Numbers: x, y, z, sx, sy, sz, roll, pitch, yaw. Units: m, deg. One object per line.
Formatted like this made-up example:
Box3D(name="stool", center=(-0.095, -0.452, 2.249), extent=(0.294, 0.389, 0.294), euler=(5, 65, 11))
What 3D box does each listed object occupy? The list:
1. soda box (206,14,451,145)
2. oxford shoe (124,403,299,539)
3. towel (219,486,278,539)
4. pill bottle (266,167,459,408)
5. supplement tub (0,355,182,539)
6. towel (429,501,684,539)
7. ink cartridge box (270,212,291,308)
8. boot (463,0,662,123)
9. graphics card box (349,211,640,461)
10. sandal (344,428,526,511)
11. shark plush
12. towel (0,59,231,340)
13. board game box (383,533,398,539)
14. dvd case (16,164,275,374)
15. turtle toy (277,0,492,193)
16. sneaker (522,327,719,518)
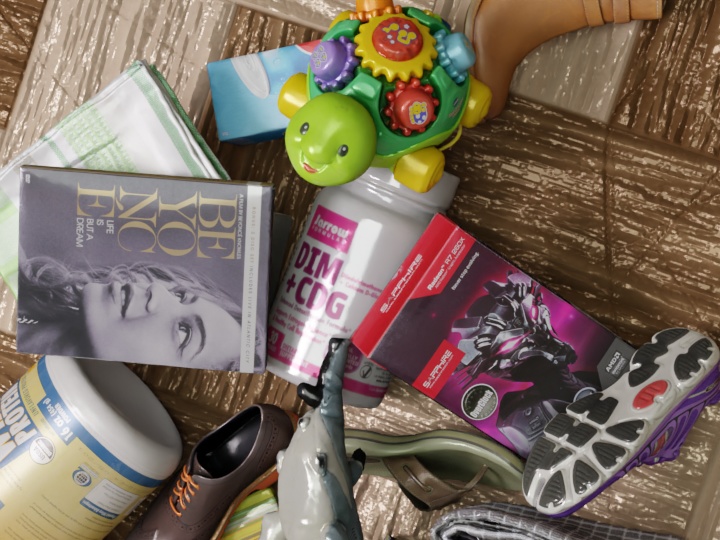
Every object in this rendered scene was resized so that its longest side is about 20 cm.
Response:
Box3D(name="soda box", center=(-0.021, -0.155, 1.552), extent=(0.199, 0.064, 0.068), euler=(-10, 87, 11))
Box3D(name="oxford shoe", center=(-0.137, 0.181, 1.560), extent=(0.200, 0.073, 0.071), euler=(-46, 58, 3))
Box3D(name="towel", center=(-0.072, 0.289, 1.584), extent=(0.086, 0.018, 0.201), euler=(-25, 85, 16))
Box3D(name="pill bottle", center=(0.000, 0.000, 1.520), extent=(0.113, 0.113, 0.201), euler=(23, 94, 12))
Box3D(name="supplement tub", center=(-0.262, 0.170, 1.560), extent=(0.200, 0.145, 0.145), euler=(-44, 81, 8))
Box3D(name="towel", center=(0.159, 0.232, 1.458), extent=(0.199, 0.166, 0.086), euler=(12, 86, 12))
Box3D(name="ink cartridge box", center=(-0.177, -0.008, 1.553), extent=(0.199, 0.125, 0.129), euler=(13, 92, 12))
Box3D(name="boot", center=(0.166, -0.210, 1.514), extent=(0.154, 0.077, 0.201), euler=(9, 84, 8))
Box3D(name="graphics card box", center=(0.107, 0.060, 1.479), extent=(0.200, 0.051, 0.126), euler=(34, 92, -22))
Box3D(name="sandal", center=(0.045, 0.167, 1.524), extent=(0.200, 0.080, 0.058), euler=(0, 63, 21))
Box3D(name="shark plush", center=(-0.029, 0.156, 1.465), extent=(0.091, 0.083, 0.201), euler=(-14, 80, 43))
Box3D(name="towel", center=(-0.207, -0.052, 1.481), extent=(0.200, 0.031, 0.150), euler=(-35, 81, 10))
Box3D(name="board game box", center=(-0.019, 0.307, 1.502), extent=(0.032, 0.120, 0.201), euler=(34, 86, -7))
Box3D(name="dvd case", center=(-0.168, -0.001, 1.457), extent=(0.199, 0.016, 0.150), euler=(5, 102, 5))
Box3D(name="turtle toy", center=(0.011, -0.133, 1.429), extent=(0.145, 0.101, 0.200), euler=(30, 59, 10))
Box3D(name="sneaker", center=(0.214, 0.132, 1.458), extent=(0.200, 0.081, 0.084), euler=(-36, 126, -20))
